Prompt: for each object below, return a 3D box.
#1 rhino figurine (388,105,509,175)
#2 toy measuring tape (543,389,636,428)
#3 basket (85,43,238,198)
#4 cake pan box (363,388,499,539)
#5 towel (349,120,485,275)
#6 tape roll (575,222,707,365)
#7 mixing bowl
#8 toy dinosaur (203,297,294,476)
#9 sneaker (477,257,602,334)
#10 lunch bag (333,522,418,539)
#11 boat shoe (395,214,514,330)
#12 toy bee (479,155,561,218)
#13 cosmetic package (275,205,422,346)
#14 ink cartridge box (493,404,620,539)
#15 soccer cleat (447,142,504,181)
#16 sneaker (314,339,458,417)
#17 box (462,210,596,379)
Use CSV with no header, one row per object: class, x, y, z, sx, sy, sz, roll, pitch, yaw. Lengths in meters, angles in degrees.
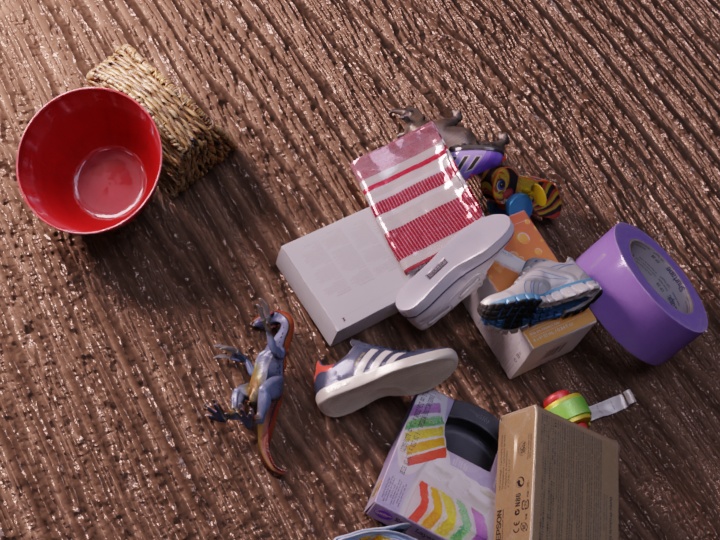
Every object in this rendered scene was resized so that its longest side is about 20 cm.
rhino figurine,0.133,-0.217,1.697,0.198,0.060,0.088,26,50,11
toy measuring tape,0.320,0.195,1.494,0.197,0.074,0.074,-14,64,-24
basket,-0.280,-0.238,1.528,0.199,0.143,0.149,41,57,10
cake pan box,0.124,0.271,1.397,0.182,0.052,0.201,29,54,-1
towel,0.085,-0.108,1.542,0.142,0.023,0.202,-27,66,1
tape roll,0.414,0.033,1.565,0.199,0.085,0.202,34,31,-24
mixing bowl,-0.354,-0.134,1.442,0.196,0.108,0.204,-1,77,3
toy dinosaur,-0.131,0.137,1.407,0.182,0.104,0.202,-46,117,-47
sneaker,0.234,0.027,1.461,0.197,0.075,0.087,-10,55,-31
lunch bag,0.032,0.375,1.228,0.197,0.170,0.128,25,56,0
boat shoe,0.139,0.003,1.480,0.199,0.065,0.074,-38,35,7
toy bee,0.232,-0.127,1.631,0.130,0.111,0.199,15,20,37
cosmetic package,0.000,0.000,1.525,0.198,0.052,0.152,-25,67,-29
ink cartridge box,0.254,0.298,1.366,0.163,0.075,0.203,27,56,-29
soccer cleat,0.124,-0.141,1.601,0.197,0.068,0.075,-10,73,20
sneaker,0.030,0.124,1.417,0.197,0.076,0.085,-15,49,-1
box,0.229,0.034,1.548,0.123,0.098,0.202,-20,66,-26
